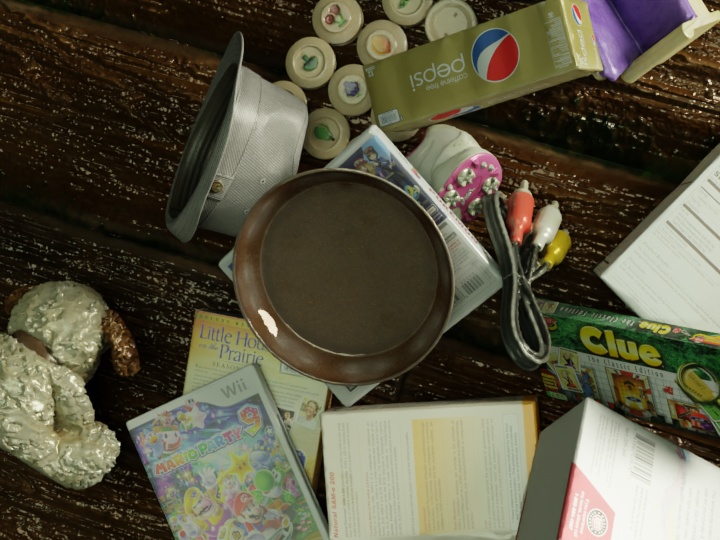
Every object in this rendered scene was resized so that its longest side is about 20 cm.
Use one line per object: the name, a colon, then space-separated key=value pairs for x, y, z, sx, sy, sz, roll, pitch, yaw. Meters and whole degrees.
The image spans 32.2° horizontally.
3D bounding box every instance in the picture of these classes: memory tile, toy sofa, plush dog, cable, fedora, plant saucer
memory tile: x=0.006 y=-0.194 z=1.193 sx=0.153 sy=0.017 sz=0.201 roll=33 pitch=96 yaw=9
toy sofa: x=0.218 y=-0.271 z=1.097 sx=0.083 sy=0.097 sz=0.201 roll=-36 pitch=81 yaw=50
plush dog: x=-0.307 y=0.086 z=1.186 sx=0.199 sy=0.161 sz=0.172 roll=23 pitch=71 yaw=23
cable: x=0.143 y=-0.007 z=1.076 sx=0.050 sy=0.200 sz=0.097 roll=-34 pitch=114 yaw=29
fedora: x=-0.107 y=-0.109 z=1.155 sx=0.090 sy=0.177 sz=0.201 roll=19 pitch=108 yaw=-18
plant saucer: x=-0.014 y=0.003 z=1.098 sx=0.199 sy=0.035 sz=0.201 roll=5 pitch=111 yaw=12

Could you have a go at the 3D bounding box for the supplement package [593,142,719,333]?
supplement package: x=0.313 y=-0.031 z=1.083 sx=0.110 sy=0.114 sz=0.200 roll=44 pitch=98 yaw=4

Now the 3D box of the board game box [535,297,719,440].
board game box: x=0.235 y=0.084 z=1.070 sx=0.199 sy=0.023 sz=0.105 roll=11 pitch=130 yaw=43

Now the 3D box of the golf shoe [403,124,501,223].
golf shoe: x=0.044 y=-0.050 z=1.168 sx=0.200 sy=0.075 sz=0.092 roll=-47 pitch=50 yaw=15

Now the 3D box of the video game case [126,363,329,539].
video game case: x=-0.122 y=0.208 z=1.186 sx=0.143 sy=0.018 sz=0.201 roll=-25 pitch=86 yaw=12

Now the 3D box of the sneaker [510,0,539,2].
sneaker: x=0.103 y=-0.316 z=1.148 sx=0.199 sy=0.074 sz=0.081 roll=31 pitch=92 yaw=7

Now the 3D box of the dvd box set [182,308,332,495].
dvd box set: x=-0.104 y=0.147 z=1.206 sx=0.145 sy=0.029 sz=0.201 roll=9 pitch=93 yaw=11

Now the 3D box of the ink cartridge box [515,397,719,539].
ink cartridge box: x=0.239 y=0.222 z=1.051 sx=0.199 sy=0.148 sz=0.086 roll=30 pitch=141 yaw=-11

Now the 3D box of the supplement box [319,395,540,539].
supplement box: x=0.068 y=0.184 z=1.152 sx=0.199 sy=0.074 sz=0.127 roll=-4 pitch=89 yaw=9

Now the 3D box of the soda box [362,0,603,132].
soda box: x=0.106 y=-0.178 z=1.099 sx=0.199 sy=0.068 sz=0.064 roll=-14 pitch=90 yaw=31

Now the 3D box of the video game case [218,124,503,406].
video game case: x=0.000 y=0.000 z=1.124 sx=0.200 sy=0.023 sz=0.182 roll=-39 pitch=96 yaw=23
